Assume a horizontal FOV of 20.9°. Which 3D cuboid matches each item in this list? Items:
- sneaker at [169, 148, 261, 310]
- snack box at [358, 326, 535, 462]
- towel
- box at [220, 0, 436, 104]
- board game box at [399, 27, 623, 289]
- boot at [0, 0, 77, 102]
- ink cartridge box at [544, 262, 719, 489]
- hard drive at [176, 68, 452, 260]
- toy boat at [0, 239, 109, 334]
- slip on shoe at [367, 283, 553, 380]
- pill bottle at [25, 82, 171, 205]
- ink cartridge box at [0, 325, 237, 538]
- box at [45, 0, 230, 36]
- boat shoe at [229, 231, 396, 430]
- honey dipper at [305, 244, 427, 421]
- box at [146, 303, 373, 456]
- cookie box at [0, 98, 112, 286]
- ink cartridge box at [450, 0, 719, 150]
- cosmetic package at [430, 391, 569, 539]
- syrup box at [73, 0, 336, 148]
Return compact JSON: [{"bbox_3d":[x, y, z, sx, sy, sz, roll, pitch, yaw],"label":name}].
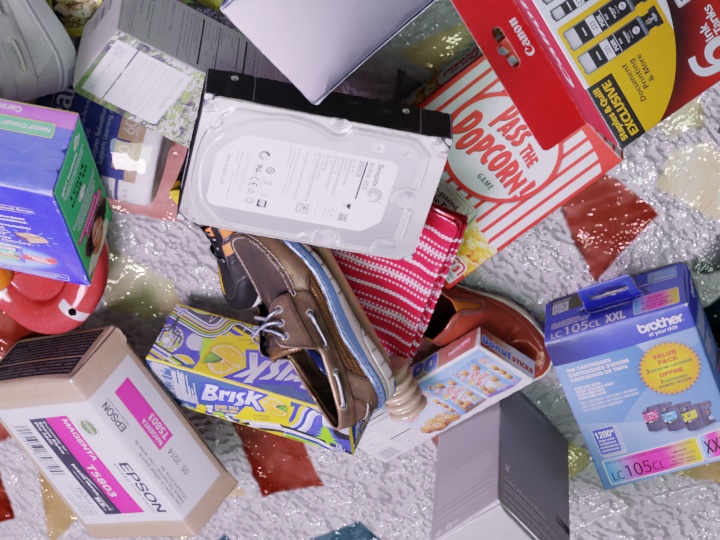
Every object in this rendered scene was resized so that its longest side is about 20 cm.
[{"bbox_3d":[-0.126,-0.055,1.687,0.089,0.070,0.202,-13,119,-29],"label":"sneaker"},{"bbox_3d":[0.063,0.116,1.773,0.072,0.024,0.200,32,134,-28],"label":"snack box"},{"bbox_3d":[0.000,0.000,1.682,0.144,0.023,0.201,22,132,3],"label":"towel"},{"bbox_3d":[-0.009,-0.247,1.506,0.148,0.200,0.107,-38,110,24],"label":"box"},{"bbox_3d":[0.101,-0.099,1.668,0.200,0.046,0.151,-38,110,24],"label":"board game box"},{"bbox_3d":[-0.316,-0.216,1.570,0.200,0.095,0.074,53,144,19],"label":"boot"},{"bbox_3d":[0.248,0.083,1.741,0.136,0.076,0.201,-17,115,16],"label":"ink cartridge box"},{"bbox_3d":[-0.038,-0.081,1.553,0.198,0.038,0.140,10,134,-10],"label":"hard drive"},{"bbox_3d":[-0.318,-0.017,1.716,0.199,0.131,0.131,35,118,-13],"label":"toy boat"},{"bbox_3d":[0.085,0.046,1.746,0.199,0.061,0.074,31,118,-11],"label":"slip on shoe"},{"bbox_3d":[-0.260,-0.131,1.654,0.198,0.111,0.112,14,121,-2],"label":"pill bottle"},{"bbox_3d":[-0.235,0.153,1.800,0.164,0.075,0.201,-9,123,48],"label":"ink cartridge box"},{"bbox_3d":[-0.165,-0.229,1.610,0.198,0.075,0.050,0,119,8],"label":"box"},{"bbox_3d":[-0.050,0.045,1.645,0.200,0.072,0.072,52,148,-5],"label":"boat shoe"},{"bbox_3d":[0.001,0.042,1.679,0.038,0.038,0.201,-19,116,17],"label":"honey dipper"},{"bbox_3d":[-0.087,0.098,1.753,0.199,0.070,0.065,15,143,17],"label":"box"},{"bbox_3d":[-0.300,-0.069,1.569,0.170,0.076,0.200,11,161,5],"label":"cookie box"},{"bbox_3d":[0.181,-0.206,1.544,0.175,0.084,0.201,-35,113,1],"label":"ink cartridge box"},{"bbox_3d":[0.127,0.199,1.751,0.090,0.201,0.107,-35,113,25],"label":"cosmetic package"},{"bbox_3d":[-0.122,-0.151,1.568,0.199,0.082,0.079,25,134,-23],"label":"syrup box"}]
